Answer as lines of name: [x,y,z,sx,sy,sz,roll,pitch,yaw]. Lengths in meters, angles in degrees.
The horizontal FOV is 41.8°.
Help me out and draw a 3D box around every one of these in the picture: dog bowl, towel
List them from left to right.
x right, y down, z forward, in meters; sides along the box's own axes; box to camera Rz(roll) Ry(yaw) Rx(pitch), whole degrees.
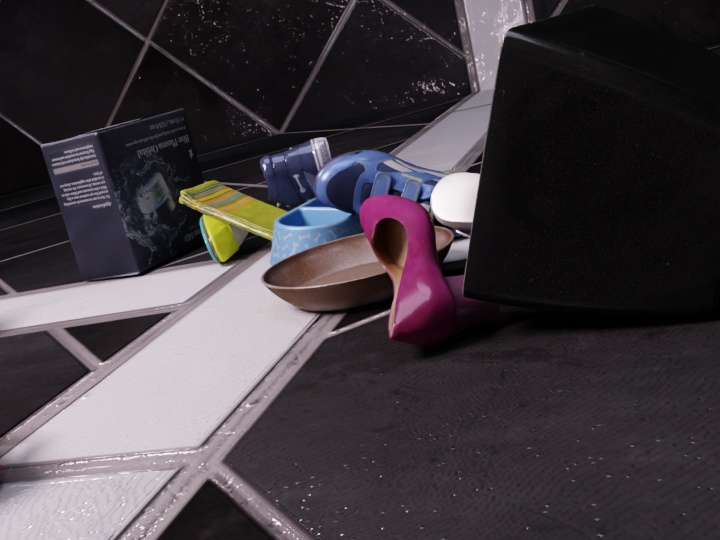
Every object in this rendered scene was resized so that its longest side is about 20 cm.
towel: [-0.137,-0.076,1.248,0.198,0.018,0.086,22,29,20]
dog bowl: [-0.034,-0.052,1.128,0.110,0.050,0.200,2,18,24]

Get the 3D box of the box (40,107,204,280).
box: [-0.328,-0.113,1.369,0.116,0.203,0.196,-6,15,30]

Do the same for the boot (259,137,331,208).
boot: [-0.077,-0.109,1.240,0.089,0.074,0.200,-14,-23,-2]

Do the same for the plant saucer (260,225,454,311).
plant saucer: [0.000,0.000,0.945,0.198,0.037,0.201,-13,13,3]

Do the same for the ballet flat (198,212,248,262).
ballet flat: [-0.185,-0.059,1.294,0.066,0.067,0.200,-25,12,-7]

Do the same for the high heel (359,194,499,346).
high heel: [0.024,-0.008,0.786,0.095,0.068,0.200,-10,30,-27]

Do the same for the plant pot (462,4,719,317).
plant pot: [0.208,-0.075,0.707,0.176,0.202,0.199,18,27,26]

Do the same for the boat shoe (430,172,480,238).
boat shoe: [0.165,-0.046,0.907,0.198,0.073,0.068,5,-15,26]

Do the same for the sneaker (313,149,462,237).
sneaker: [0.046,-0.082,1.057,0.197,0.075,0.083,7,27,-12]
